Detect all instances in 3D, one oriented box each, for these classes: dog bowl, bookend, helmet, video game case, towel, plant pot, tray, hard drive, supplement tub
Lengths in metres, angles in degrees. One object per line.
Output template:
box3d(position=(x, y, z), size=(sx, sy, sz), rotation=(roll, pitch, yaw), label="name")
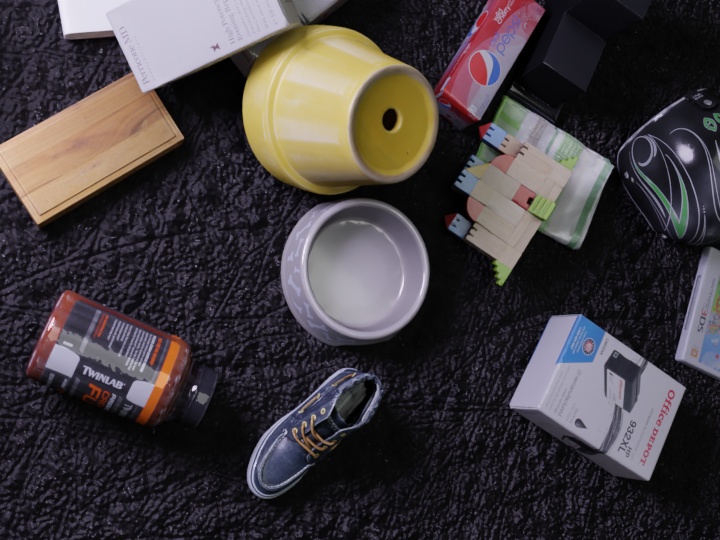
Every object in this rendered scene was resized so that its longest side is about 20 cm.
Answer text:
box3d(position=(0.000, 0.000, 1.092), size=(0.197, 0.059, 0.204), rotation=(2, 84, -19), label="dog bowl")
box3d(position=(0.314, -0.329, 1.161), size=(0.091, 0.200, 0.201), rotation=(29, 75, -13), label="bookend")
box3d(position=(0.484, -0.137, 1.216), size=(0.198, 0.200, 0.192), rotation=(-26, 76, -20), label="helmet")
box3d(position=(0.586, 0.086, 1.306), size=(0.198, 0.022, 0.185), rotation=(23, 77, -16), label="video game case")
box3d(position=(0.258, -0.139, 1.211), size=(0.198, 0.031, 0.151), rotation=(29, 75, -14), label="towel")
box3d(position=(-0.012, -0.183, 1.004), size=(0.198, 0.188, 0.204), rotation=(-11, 109, -32), label="plant pot")
box3d(position=(-0.320, -0.146, 1.008), size=(0.199, 0.037, 0.099), rotation=(-35, 96, -20), label="tray")
box3d(position=(-0.311, -0.389, 1.041), size=(0.130, 0.025, 0.204), rotation=(-10, 87, -20), label="hard drive")
box3d(position=(-0.264, 0.108, 0.962), size=(0.198, 0.107, 0.108), rotation=(25, 77, -14), label="supplement tub")

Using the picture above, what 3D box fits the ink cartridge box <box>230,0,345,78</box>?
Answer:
box3d(position=(-0.110, -0.366, 1.078), size=(0.200, 0.083, 0.147), rotation=(-41, 99, -18), label="ink cartridge box")

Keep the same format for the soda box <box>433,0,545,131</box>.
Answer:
box3d(position=(0.174, -0.297, 1.181), size=(0.070, 0.063, 0.202), rotation=(34, 75, -12), label="soda box")

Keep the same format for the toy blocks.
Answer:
box3d(position=(0.183, -0.102, 1.143), size=(0.136, 0.100, 0.202), rotation=(32, 92, 0), label="toy blocks")

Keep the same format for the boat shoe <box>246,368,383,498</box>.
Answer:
box3d(position=(-0.057, 0.195, 1.033), size=(0.071, 0.091, 0.200), rotation=(46, 72, -9), label="boat shoe")

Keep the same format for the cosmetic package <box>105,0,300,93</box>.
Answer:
box3d(position=(-0.179, -0.290, 0.978), size=(0.197, 0.074, 0.103), rotation=(-21, 104, 16), label="cosmetic package")

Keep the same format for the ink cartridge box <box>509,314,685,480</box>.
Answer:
box3d(position=(0.328, 0.175, 1.173), size=(0.199, 0.084, 0.147), rotation=(33, 74, -13), label="ink cartridge box")
